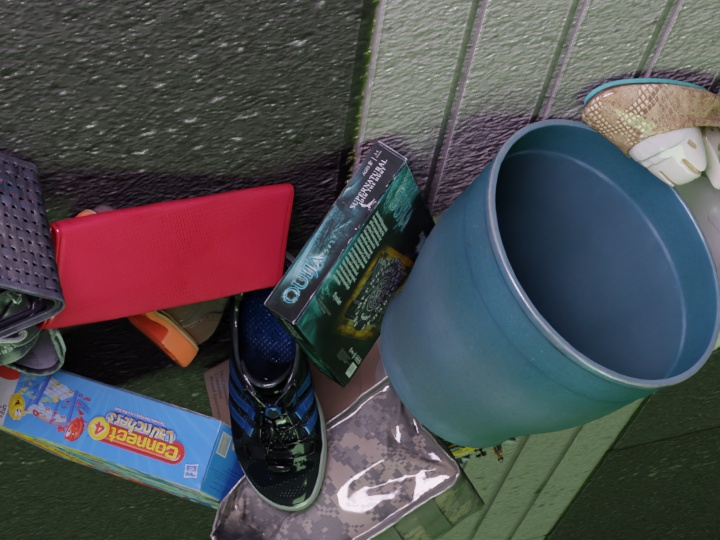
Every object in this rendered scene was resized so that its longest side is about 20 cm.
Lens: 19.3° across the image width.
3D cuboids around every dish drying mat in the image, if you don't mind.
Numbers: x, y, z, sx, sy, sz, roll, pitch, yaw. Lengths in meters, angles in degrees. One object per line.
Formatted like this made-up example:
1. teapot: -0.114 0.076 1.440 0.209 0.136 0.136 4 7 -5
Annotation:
1. dish drying mat: -0.125 -0.011 1.386 0.199 0.077 0.018 -12 -151 -43

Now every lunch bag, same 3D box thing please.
1. lunch bag: -0.015 0.190 1.673 0.199 0.118 0.164 -33 161 -1

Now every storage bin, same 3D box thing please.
1. storage bin: -0.282 -0.014 1.239 0.134 0.094 0.200 -22 162 23

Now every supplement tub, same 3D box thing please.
1. supplement tub: 0.205 0.021 1.651 0.144 0.146 0.200 -5 160 -28

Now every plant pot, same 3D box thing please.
1. plant pot: 0.115 0.028 1.483 0.199 0.201 0.188 0 153 -38

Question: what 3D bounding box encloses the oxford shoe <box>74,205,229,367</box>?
1. oxford shoe: -0.142 -0.005 1.460 0.073 0.071 0.200 -47 157 -10

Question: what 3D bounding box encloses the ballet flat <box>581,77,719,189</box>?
1. ballet flat: 0.234 -0.090 1.464 0.199 0.066 0.070 1 157 -40

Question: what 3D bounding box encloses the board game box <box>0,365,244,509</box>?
1. board game box: -0.177 0.136 1.688 0.194 0.056 0.200 16 170 17

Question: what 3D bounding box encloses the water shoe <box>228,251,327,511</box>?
1. water shoe: -0.070 0.087 1.551 0.071 0.202 0.079 -5 -168 9

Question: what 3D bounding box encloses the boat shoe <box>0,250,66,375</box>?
1. boat shoe: -0.247 0.029 1.440 0.071 0.068 0.200 -16 163 4

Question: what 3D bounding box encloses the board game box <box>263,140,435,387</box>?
1. board game box: 0.000 0.000 1.488 0.136 0.028 0.200 -56 164 -8

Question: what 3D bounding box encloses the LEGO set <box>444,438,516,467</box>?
1. LEGO set: 0.115 0.106 1.885 0.199 0.117 0.154 -21 162 18

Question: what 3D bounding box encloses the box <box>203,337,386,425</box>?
1. box: -0.031 0.093 1.774 0.199 0.096 0.077 -30 157 36
